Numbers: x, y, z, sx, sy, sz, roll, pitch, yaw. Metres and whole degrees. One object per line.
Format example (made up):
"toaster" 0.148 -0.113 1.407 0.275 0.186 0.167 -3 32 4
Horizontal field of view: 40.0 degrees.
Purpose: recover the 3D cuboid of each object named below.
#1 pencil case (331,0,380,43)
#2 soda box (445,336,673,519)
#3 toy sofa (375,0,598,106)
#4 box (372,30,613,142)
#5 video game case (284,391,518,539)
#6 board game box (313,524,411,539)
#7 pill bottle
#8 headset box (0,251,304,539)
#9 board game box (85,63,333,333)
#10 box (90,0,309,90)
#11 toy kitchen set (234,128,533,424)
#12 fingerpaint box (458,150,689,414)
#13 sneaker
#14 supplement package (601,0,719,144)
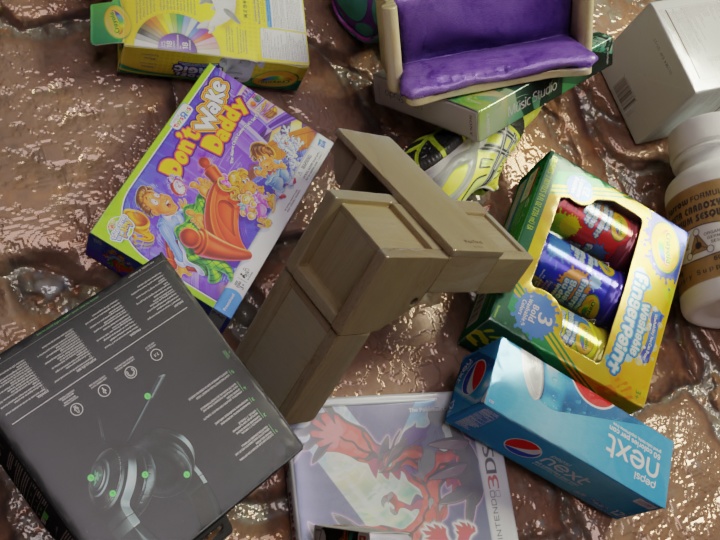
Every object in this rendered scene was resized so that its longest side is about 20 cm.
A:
"pencil case" 0.072 -0.292 1.003 0.198 0.092 0.086 -22 78 -28
"soda box" 0.176 0.141 0.865 0.199 0.064 0.068 31 57 -16
"toy sofa" 0.116 -0.222 0.906 0.197 0.084 0.098 -11 35 -6
"box" 0.130 -0.198 0.971 0.199 0.037 0.144 -33 42 -29
"video game case" 0.037 0.194 0.828 0.197 0.023 0.184 0 69 -21
"board game box" -0.006 0.285 0.695 0.034 0.126 0.203 8 76 -18
"pill bottle" 0.372 -0.053 1.007 0.113 0.114 0.202 6 66 -18
"headset box" -0.165 0.123 0.738 0.174 0.093 0.201 -36 85 -29
"board game box" -0.127 -0.065 0.859 0.134 0.045 0.201 31 61 -6
"box" -0.151 -0.235 0.917 0.198 0.048 0.119 4 64 -22
"toy kitchen set" 0.000 0.000 0.852 0.199 0.181 0.163 0 41 -48
"fingerpaint box" 0.207 0.015 0.938 0.166 0.073 0.201 30 62 -7
"sneaker" 0.114 -0.120 0.972 0.199 0.075 0.077 -38 118 -33
"supplement package" 0.384 -0.228 1.087 0.198 0.110 0.115 -14 74 -25
